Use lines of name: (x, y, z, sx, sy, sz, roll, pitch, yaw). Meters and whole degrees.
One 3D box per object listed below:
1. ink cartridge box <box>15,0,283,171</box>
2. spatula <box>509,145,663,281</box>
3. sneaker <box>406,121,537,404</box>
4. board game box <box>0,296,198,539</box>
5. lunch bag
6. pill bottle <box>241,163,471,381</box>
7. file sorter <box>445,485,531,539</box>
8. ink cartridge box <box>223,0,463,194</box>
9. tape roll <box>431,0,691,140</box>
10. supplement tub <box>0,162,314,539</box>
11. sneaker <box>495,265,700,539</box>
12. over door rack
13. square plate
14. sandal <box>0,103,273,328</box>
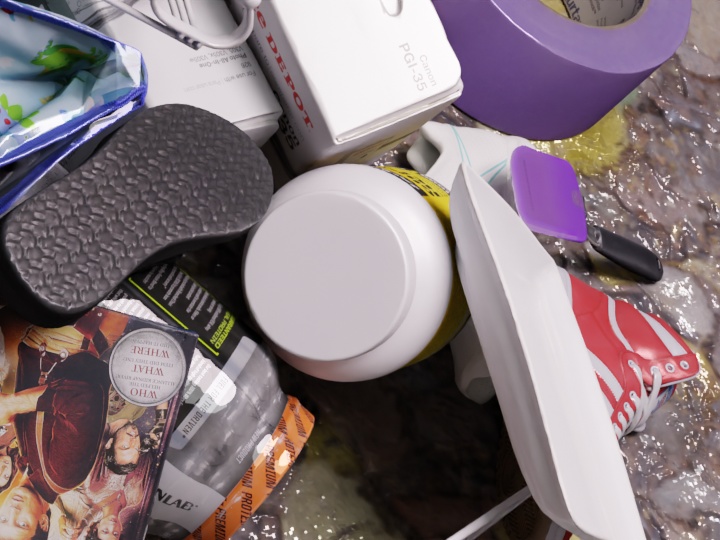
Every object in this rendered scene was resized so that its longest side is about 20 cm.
ink cartridge box: (-0.146, -0.123, 1.391, 0.084, 0.146, 0.201, -18, 72, -40)
spatula: (0.141, -0.026, 1.581, 0.200, 0.020, 0.057, 30, 46, -58)
sneaker: (0.058, -0.007, 1.531, 0.080, 0.071, 0.201, 18, 45, -17)
board game box: (-0.189, 0.068, 1.221, 0.199, 0.035, 0.136, 15, 90, -8)
lunch bag: (-0.225, -0.083, 1.248, 0.199, 0.170, 0.128, -7, 95, -33)
pill bottle: (0.000, 0.000, 1.380, 0.113, 0.112, 0.200, 52, 9, 5)
file sorter: (0.076, 0.235, 1.335, 0.138, 0.124, 0.201, -27, 80, -44)
ink cartridge box: (-0.035, -0.126, 1.416, 0.082, 0.200, 0.147, -23, 87, -19)
tape roll: (0.110, -0.190, 1.675, 0.199, 0.085, 0.201, 20, 50, -25)
supplement tub: (-0.127, 0.046, 1.309, 0.200, 0.123, 0.123, 41, 45, -7)
sneaker: (0.141, 0.090, 1.518, 0.112, 0.071, 0.201, 21, 48, -20)
over door rack: (-0.148, -0.190, 1.259, 0.199, 0.067, 0.148, 14, 34, -28)
square plate: (0.098, 0.061, 1.374, 0.200, 0.028, 0.199, 40, 32, -66)
sandal: (-0.116, -0.027, 1.244, 0.200, 0.048, 0.076, -30, 87, -51)
